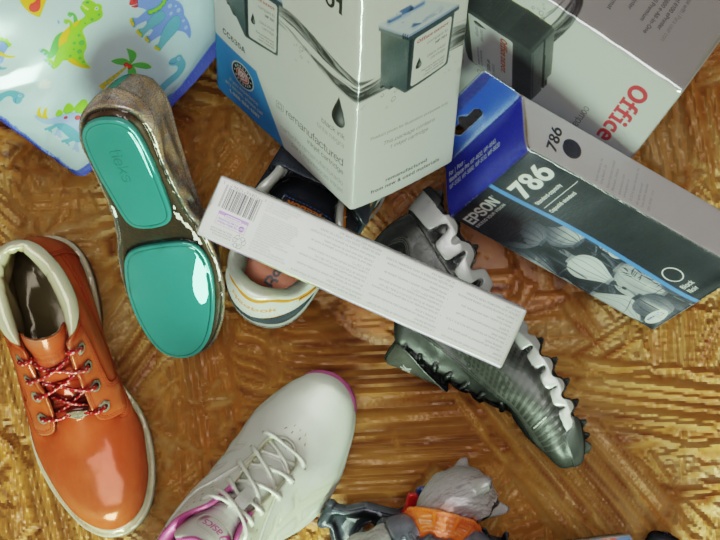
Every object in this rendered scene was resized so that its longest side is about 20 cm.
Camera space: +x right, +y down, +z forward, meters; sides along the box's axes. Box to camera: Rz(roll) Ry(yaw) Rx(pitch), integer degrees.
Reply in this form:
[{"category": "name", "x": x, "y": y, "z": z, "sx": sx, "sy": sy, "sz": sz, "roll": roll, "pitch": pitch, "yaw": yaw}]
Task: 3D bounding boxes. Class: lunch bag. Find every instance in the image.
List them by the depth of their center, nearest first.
[{"category": "lunch bag", "x": -0.171, "y": -0.178, "z": 0.936, "sx": 0.127, "sy": 0.170, "sz": 0.200, "roll": 26, "pitch": 80, "yaw": 45}]

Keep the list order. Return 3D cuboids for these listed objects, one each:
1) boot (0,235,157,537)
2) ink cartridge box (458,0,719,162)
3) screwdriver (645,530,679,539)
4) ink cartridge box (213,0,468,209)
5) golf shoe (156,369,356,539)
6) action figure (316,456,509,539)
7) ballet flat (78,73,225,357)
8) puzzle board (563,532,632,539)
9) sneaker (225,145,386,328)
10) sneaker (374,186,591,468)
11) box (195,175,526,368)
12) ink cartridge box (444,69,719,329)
[{"category": "boot", "x": -0.184, "y": 0.073, "z": 0.955, "sx": 0.075, "sy": 0.107, "sz": 0.200, "roll": -19, "pitch": 86, "yaw": -3}, {"category": "ink cartridge box", "x": 0.103, "y": -0.149, "z": 0.945, "sx": 0.200, "sy": 0.145, "sz": 0.084, "roll": 35, "pitch": 58, "yaw": 3}, {"category": "screwdriver", "x": 0.164, "y": 0.261, "z": 0.975, "sx": 0.028, "sy": 0.029, "sz": 0.200, "roll": 19, "pitch": 84, "yaw": 2}, {"category": "ink cartridge box", "x": -0.014, "y": -0.161, "z": 0.883, "sx": 0.086, "sy": 0.200, "sz": 0.146, "roll": -29, "pitch": 54, "yaw": -25}, {"category": "golf shoe", "x": -0.070, "y": 0.147, "z": 0.955, "sx": 0.075, "sy": 0.092, "sz": 0.200, "roll": 36, "pitch": 84, "yaw": 5}, {"category": "action figure", "x": 0.066, "y": 0.214, "z": 0.945, "sx": 0.200, "sy": 0.105, "sz": 0.194, "roll": 6, "pitch": 94, "yaw": 1}, {"category": "ballet flat", "x": -0.121, "y": -0.036, "z": 0.961, "sx": 0.068, "sy": 0.200, "sz": 0.067, "roll": 0, "pitch": 40, "yaw": 11}, {"category": "puzzle board", "x": 0.104, "y": 0.265, "z": 0.926, "sx": 0.151, "sy": 0.017, "sz": 0.200, "roll": -1, "pitch": 93, "yaw": -30}, {"category": "sneaker", "x": -0.021, "y": -0.056, "z": 0.981, "sx": 0.078, "sy": 0.079, "sz": 0.200, "roll": 25, "pitch": 84, "yaw": 3}, {"category": "sneaker", "x": 0.065, "y": 0.051, "z": 0.979, "sx": 0.090, "sy": 0.066, "sz": 0.200, "roll": -33, "pitch": 82, "yaw": 0}, {"category": "box", "x": 0.000, "y": 0.000, "z": 0.920, "sx": 0.200, "sy": 0.039, "sz": 0.041, "roll": 23, "pitch": 92, "yaw": -2}, {"category": "ink cartridge box", "x": 0.130, "y": -0.039, "z": 0.943, "sx": 0.200, "sy": 0.099, "sz": 0.039, "roll": 29, "pitch": 57, "yaw": -12}]
